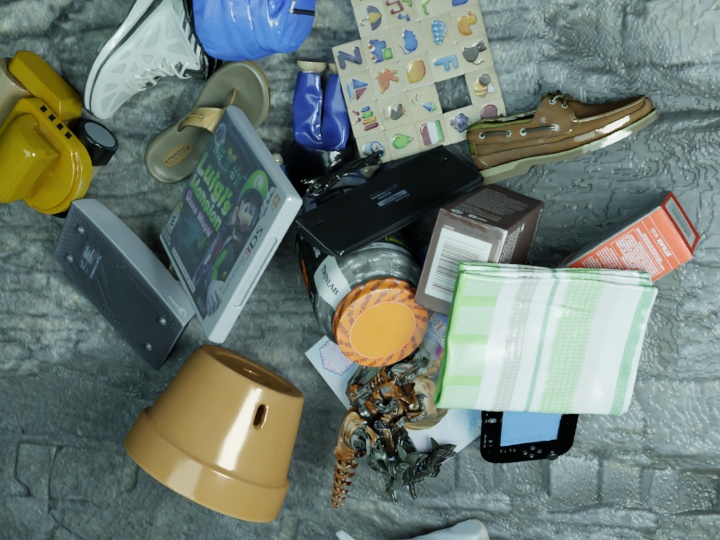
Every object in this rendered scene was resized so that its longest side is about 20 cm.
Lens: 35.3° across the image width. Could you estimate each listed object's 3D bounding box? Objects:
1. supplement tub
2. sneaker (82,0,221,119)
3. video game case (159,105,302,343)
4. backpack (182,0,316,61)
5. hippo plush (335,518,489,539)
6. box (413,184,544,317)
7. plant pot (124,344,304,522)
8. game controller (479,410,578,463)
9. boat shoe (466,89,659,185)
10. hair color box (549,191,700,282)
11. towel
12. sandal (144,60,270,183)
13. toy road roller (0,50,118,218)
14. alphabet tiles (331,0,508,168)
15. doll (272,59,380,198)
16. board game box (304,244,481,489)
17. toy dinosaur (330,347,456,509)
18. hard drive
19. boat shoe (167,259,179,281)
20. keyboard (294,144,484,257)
[{"bbox_3d":[0.000,0.000,1.185,0.121,0.201,0.124,-7,126,-10],"label":"supplement tub"},{"bbox_3d":[-0.236,-0.236,1.309,0.115,0.076,0.201,42,109,11],"label":"sneaker"},{"bbox_3d":[-0.146,-0.054,1.217,0.183,0.023,0.201,-58,39,20],"label":"video game case"},{"bbox_3d":[-0.108,-0.326,1.196,0.165,0.162,0.203,1,100,17],"label":"backpack"},{"bbox_3d":[0.078,0.390,1.262,0.197,0.160,0.163,-8,110,3],"label":"hippo plush"},{"bbox_3d":[0.124,-0.020,1.143,0.074,0.200,0.102,19,107,14],"label":"box"},{"bbox_3d":[-0.154,0.178,1.308,0.198,0.200,0.142,27,92,14],"label":"plant pot"},{"bbox_3d":[0.177,0.144,1.176,0.103,0.201,0.042,-13,52,-6],"label":"game controller"},{"bbox_3d":[0.200,-0.148,1.154,0.198,0.072,0.069,-18,98,21],"label":"boat shoe"},{"bbox_3d":[0.241,0.005,1.150,0.199,0.111,0.064,-33,89,24],"label":"hair color box"},{"bbox_3d":[0.175,0.069,1.063,0.197,0.031,0.152,3,109,-15],"label":"towel"},{"bbox_3d":[-0.178,-0.160,1.301,0.199,0.054,0.080,-36,110,25],"label":"sandal"},{"bbox_3d":[-0.402,-0.157,1.351,0.200,0.146,0.123,46,112,7],"label":"toy road roller"},{"bbox_3d":[0.055,-0.229,1.210,0.165,0.008,0.203,-14,95,8],"label":"alphabet tiles"},{"bbox_3d":[-0.039,-0.130,1.268,0.134,0.048,0.203,9,103,20],"label":"doll"},{"bbox_3d":[0.068,0.109,1.275,0.199,0.041,0.201,-42,84,23],"label":"board game box"},{"bbox_3d":[0.027,0.179,1.250,0.135,0.102,0.202,40,132,26],"label":"toy dinosaur"},{"bbox_3d":[-0.285,0.014,1.369,0.200,0.042,0.135,47,140,7],"label":"hard drive"},{"bbox_3d":[-0.161,-0.064,1.322,0.200,0.075,0.075,-44,47,33],"label":"boat shoe"},{"bbox_3d":[0.018,-0.080,1.169,0.127,0.198,0.021,41,147,38],"label":"keyboard"}]
